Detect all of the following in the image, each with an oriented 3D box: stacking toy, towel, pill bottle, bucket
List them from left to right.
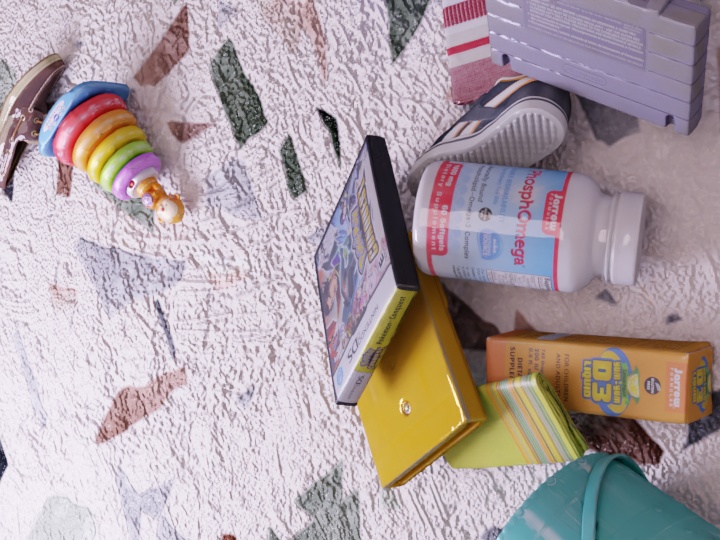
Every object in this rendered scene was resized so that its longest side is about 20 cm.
[{"bbox_3d":[-0.285,-0.127,1.386,0.200,0.110,0.116,46,113,14],"label":"stacking toy"},{"bbox_3d":[0.126,0.144,1.074,0.200,0.018,0.087,-21,100,57],"label":"towel"},{"bbox_3d":[0.141,-0.274,1.119,0.143,0.023,0.202,-10,83,37],"label":"towel"},{"bbox_3d":[0.154,-0.039,1.040,0.198,0.109,0.110,6,94,17],"label":"pill bottle"},{"bbox_3d":[0.208,0.264,0.964,0.135,0.206,0.208,39,112,36],"label":"bucket"}]

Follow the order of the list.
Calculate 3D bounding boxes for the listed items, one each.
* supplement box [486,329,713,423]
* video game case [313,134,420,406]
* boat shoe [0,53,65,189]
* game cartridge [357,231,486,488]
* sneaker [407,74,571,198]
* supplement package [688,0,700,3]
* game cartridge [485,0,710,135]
[{"bbox_3d":[0.215,0.094,1.043,0.199,0.069,0.067,1,93,34],"label":"supplement box"},{"bbox_3d":[0.000,0.000,1.129,0.181,0.025,0.201,116,153,-43],"label":"video game case"},{"bbox_3d":[-0.440,-0.194,1.514,0.072,0.072,0.200,39,103,-4],"label":"boat shoe"},{"bbox_3d":[0.043,0.091,1.136,0.176,0.032,0.201,-48,50,50],"label":"game cartridge"},{"bbox_3d":[0.128,-0.126,1.100,0.199,0.078,0.080,-27,31,46],"label":"sneaker"},{"bbox_3d":[0.210,-0.306,0.990,0.199,0.120,0.122,32,109,19],"label":"supplement package"},{"bbox_3d":[0.195,-0.198,0.958,0.199,0.038,0.130,27,150,27],"label":"game cartridge"}]
